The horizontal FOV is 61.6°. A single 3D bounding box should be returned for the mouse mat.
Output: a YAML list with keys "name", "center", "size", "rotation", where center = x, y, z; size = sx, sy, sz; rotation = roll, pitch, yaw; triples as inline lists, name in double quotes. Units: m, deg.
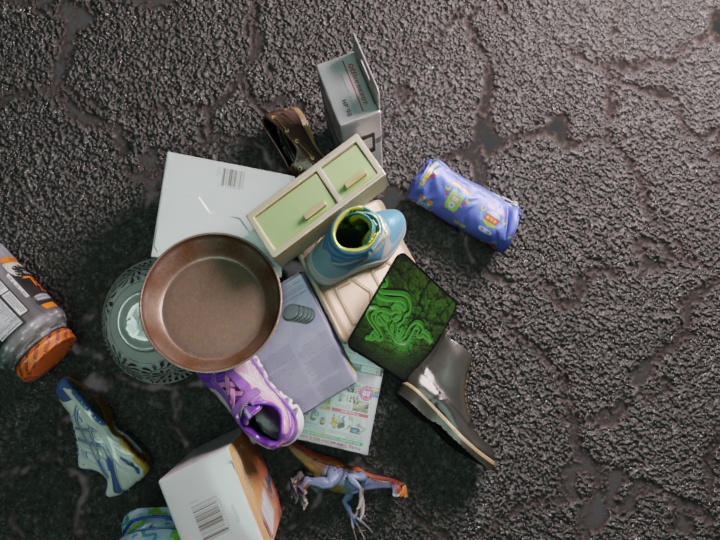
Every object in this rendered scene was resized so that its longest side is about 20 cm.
- name: "mouse mat"
  center: [0.073, 0.083, 0.950]
  size: [0.199, 0.007, 0.164]
  rotation: [37, 83, -44]

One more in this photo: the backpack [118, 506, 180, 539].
- name: "backpack"
  center: [-0.291, 0.431, 0.879]
  size: [0.157, 0.201, 0.159]
  rotation: [2, 66, -2]

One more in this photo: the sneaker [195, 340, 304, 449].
- name: "sneaker"
  center: [-0.162, 0.174, 0.844]
  size: [0.200, 0.088, 0.081]
  rotation: [44, 96, -1]

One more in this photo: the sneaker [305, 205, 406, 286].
- name: "sneaker"
  center: [0.018, -0.057, 0.896]
  size: [0.198, 0.131, 0.080]
  rotation: [-34, 82, -34]

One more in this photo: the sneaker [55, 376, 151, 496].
- name: "sneaker"
  center: [-0.421, 0.263, 0.942]
  size: [0.088, 0.075, 0.201]
  rotation: [-41, 89, -5]

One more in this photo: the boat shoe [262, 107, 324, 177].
- name: "boat shoe"
  center: [-0.094, -0.172, 0.983]
  size: [0.069, 0.070, 0.203]
  rotation: [-23, 77, -44]

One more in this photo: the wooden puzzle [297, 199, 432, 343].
- name: "wooden puzzle"
  center: [0.000, 0.000, 0.967]
  size: [0.196, 0.046, 0.189]
  rotation: [-23, 78, -32]

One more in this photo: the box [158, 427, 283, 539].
- name: "box"
  center: [-0.196, 0.333, 0.888]
  size: [0.104, 0.200, 0.156]
  rotation: [-23, 88, -3]

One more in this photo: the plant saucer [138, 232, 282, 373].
- name: "plant saucer"
  center: [-0.207, 0.047, 0.847]
  size: [0.193, 0.037, 0.207]
  rotation: [3, 66, -7]

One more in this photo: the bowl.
- name: "bowl"
  center: [-0.326, 0.078, 0.951]
  size: [0.193, 0.094, 0.209]
  rotation: [0, 85, -3]

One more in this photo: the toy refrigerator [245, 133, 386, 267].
- name: "toy refrigerator"
  center: [-0.061, -0.100, 0.869]
  size: [0.197, 0.070, 0.077]
  rotation: [-36, 79, -4]

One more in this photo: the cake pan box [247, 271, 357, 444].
- name: "cake pan box"
  center: [-0.127, 0.132, 0.909]
  size: [0.196, 0.052, 0.188]
  rotation: [-30, 92, 2]

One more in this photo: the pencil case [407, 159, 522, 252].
- name: "pencil case"
  center: [0.176, -0.111, 1.000]
  size: [0.196, 0.078, 0.088]
  rotation: [29, 114, -2]

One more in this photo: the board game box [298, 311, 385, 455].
- name: "board game box"
  center: [-0.037, 0.176, 0.977]
  size: [0.142, 0.064, 0.207]
  rotation: [13, 84, -2]

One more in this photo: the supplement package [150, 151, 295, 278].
- name: "supplement package"
  center: [-0.211, -0.080, 0.950]
  size: [0.193, 0.111, 0.162]
  rotation: [9, 86, -10]

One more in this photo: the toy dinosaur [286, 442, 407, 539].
- name: "toy dinosaur"
  center: [-0.018, 0.329, 0.961]
  size: [0.176, 0.105, 0.206]
  rotation: [-9, 74, -24]

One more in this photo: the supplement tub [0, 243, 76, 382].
- name: "supplement tub"
  center: [-0.541, 0.064, 0.924]
  size: [0.123, 0.123, 0.200]
  rotation: [-44, 90, -5]

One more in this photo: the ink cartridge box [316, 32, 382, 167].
- name: "ink cartridge box"
  center: [-0.015, -0.243, 0.925]
  size: [0.065, 0.201, 0.119]
  rotation: [-19, 68, -4]

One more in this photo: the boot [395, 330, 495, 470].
- name: "boot"
  center: [0.171, 0.211, 0.987]
  size: [0.199, 0.077, 0.139]
  rotation: [42, 73, -9]
